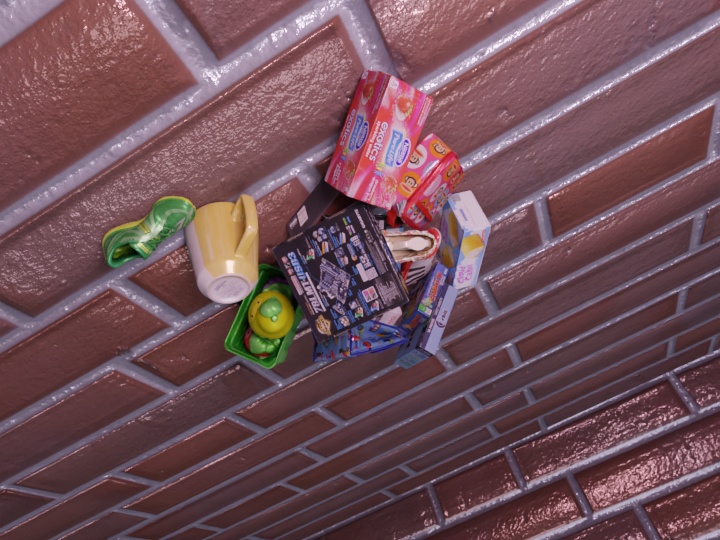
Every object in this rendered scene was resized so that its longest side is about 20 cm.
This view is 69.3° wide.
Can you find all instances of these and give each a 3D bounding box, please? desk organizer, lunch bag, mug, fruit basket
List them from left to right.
[{"bbox_3d":[-0.259,-0.035,0.987,0.145,0.155,0.189,-10,141,-11],"label":"mug"},{"bbox_3d":[-0.197,0.094,1.102,0.152,0.218,0.218,18,147,20],"label":"fruit basket"},{"bbox_3d":[-0.058,-0.124,1.040,0.076,0.073,0.200,16,130,-40],"label":"desk organizer"},{"bbox_3d":[0.004,0.159,1.229,0.197,0.097,0.149,5,164,-41],"label":"lunch bag"},{"bbox_3d":[0.114,-0.154,1.002,0.177,0.082,0.200,-49,165,8],"label":"lunch bag"}]

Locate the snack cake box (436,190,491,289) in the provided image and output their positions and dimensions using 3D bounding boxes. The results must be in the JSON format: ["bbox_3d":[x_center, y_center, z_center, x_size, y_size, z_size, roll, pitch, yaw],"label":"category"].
[{"bbox_3d":[0.233,-0.067,1.203,0.065,0.117,0.202,-12,141,-10],"label":"snack cake box"}]

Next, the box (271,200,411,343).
[{"bbox_3d":[-0.034,0.004,0.959,0.195,0.203,0.050,-26,-175,16],"label":"box"}]

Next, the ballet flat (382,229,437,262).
[{"bbox_3d":[0.063,-0.048,1.004,0.195,0.078,0.064,-12,-179,-23],"label":"ballet flat"}]

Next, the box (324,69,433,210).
[{"bbox_3d":[0.029,-0.221,0.886,0.098,0.095,0.204,13,106,-36],"label":"box"}]

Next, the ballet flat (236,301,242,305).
[{"bbox_3d":[-0.258,0.070,1.191,0.066,0.058,0.200,-31,141,16],"label":"ballet flat"}]

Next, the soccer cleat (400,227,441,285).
[{"bbox_3d":[0.145,-0.030,1.253,0.084,0.070,0.201,-3,143,-34],"label":"soccer cleat"}]

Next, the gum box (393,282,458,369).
[{"bbox_3d":[0.158,0.140,1.275,0.044,0.172,0.200,27,156,-3],"label":"gum box"}]

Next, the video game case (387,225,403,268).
[{"bbox_3d":[0.001,-0.027,1.194,0.195,0.018,0.146,-8,124,-16],"label":"video game case"}]

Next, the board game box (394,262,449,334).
[{"bbox_3d":[0.143,0.080,1.280,0.034,0.137,0.200,28,154,-3],"label":"board game box"}]

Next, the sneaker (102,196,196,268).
[{"bbox_3d":[-0.382,-0.063,0.954,0.197,0.085,0.074,-29,141,9],"label":"sneaker"}]

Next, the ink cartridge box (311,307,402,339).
[{"bbox_3d":[-0.015,0.111,1.327,0.196,0.087,0.148,11,132,-32],"label":"ink cartridge box"}]

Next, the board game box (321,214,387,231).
[{"bbox_3d":[-0.016,-0.007,1.029,0.132,0.028,0.206,-2,102,-24],"label":"board game box"}]
